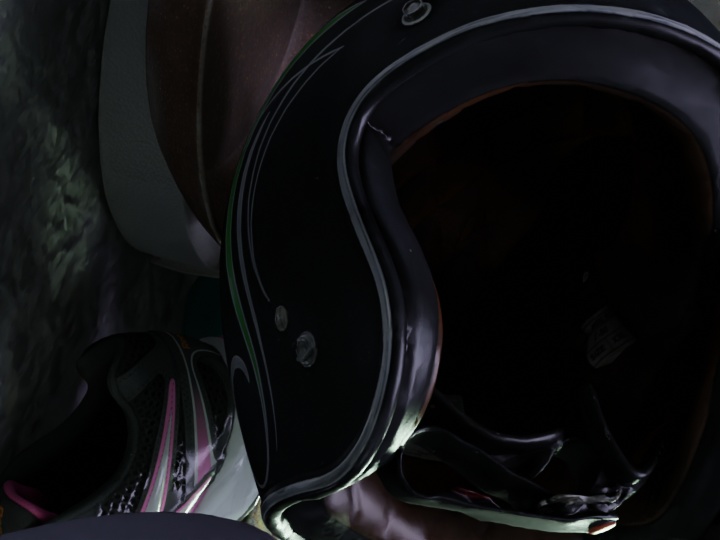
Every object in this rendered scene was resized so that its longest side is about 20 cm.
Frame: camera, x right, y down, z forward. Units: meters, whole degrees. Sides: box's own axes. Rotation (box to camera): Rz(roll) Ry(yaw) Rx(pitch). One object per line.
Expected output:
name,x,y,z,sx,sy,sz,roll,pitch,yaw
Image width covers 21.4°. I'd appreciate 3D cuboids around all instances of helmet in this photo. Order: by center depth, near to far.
helmet,0.045,-0.005,0.628,0.200,0.198,0.192,67,26,-68

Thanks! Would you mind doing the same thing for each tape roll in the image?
tape roll,-0.049,-0.099,0.775,0.203,0.037,0.205,14,90,-77

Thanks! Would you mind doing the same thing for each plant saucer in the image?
plant saucer,-0.032,-0.104,0.686,0.200,0.036,0.202,14,90,-76

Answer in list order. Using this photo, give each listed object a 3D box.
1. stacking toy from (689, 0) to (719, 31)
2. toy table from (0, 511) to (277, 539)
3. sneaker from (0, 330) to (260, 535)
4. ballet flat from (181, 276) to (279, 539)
stacking toy,0.144,-0.057,0.916,0.200,0.145,0.147,50,56,-64
toy table,-0.101,0.163,0.566,0.199,0.183,0.118,-13,113,-33
sneaker,-0.107,0.107,0.708,0.086,0.080,0.201,20,93,-43
ballet flat,-0.051,0.086,0.804,0.071,0.070,0.201,86,9,-53
